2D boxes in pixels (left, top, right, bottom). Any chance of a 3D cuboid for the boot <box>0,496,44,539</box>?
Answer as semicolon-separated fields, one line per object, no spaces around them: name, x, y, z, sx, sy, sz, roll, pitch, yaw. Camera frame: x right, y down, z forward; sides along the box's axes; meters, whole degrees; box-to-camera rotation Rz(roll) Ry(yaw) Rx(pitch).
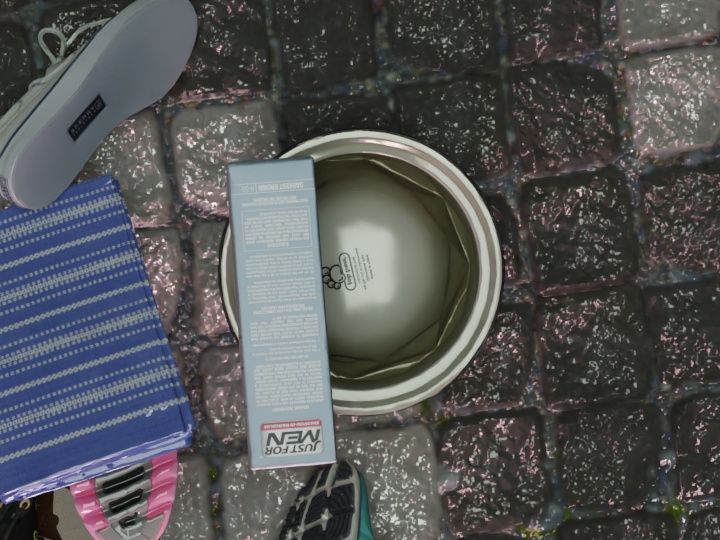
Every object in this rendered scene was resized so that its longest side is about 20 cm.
boot;-0.223;0.201;1.502;0.150;0.073;0.200;37;59;-19

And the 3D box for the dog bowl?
dog bowl;0.000;0.000;1.539;0.199;0.074;0.201;0;92;-2

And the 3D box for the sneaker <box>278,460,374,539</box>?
sneaker;-0.008;0.235;1.536;0.077;0.079;0.201;-24;62;39

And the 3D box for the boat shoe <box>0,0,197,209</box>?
boat shoe;-0.203;-0.127;1.528;0.086;0.075;0.202;20;62;38

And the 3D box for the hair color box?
hair color box;-0.053;0.027;1.452;0.060;0.099;0.201;-4;92;-2

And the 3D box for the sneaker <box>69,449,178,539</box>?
sneaker;-0.171;0.102;1.521;0.079;0.095;0.201;-11;78;-4

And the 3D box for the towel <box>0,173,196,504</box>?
towel;-0.204;0.046;1.478;0.144;0.024;0.201;-19;73;1

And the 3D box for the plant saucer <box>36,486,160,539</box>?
plant saucer;-0.242;0.214;1.557;0.199;0.032;0.201;0;90;-2
